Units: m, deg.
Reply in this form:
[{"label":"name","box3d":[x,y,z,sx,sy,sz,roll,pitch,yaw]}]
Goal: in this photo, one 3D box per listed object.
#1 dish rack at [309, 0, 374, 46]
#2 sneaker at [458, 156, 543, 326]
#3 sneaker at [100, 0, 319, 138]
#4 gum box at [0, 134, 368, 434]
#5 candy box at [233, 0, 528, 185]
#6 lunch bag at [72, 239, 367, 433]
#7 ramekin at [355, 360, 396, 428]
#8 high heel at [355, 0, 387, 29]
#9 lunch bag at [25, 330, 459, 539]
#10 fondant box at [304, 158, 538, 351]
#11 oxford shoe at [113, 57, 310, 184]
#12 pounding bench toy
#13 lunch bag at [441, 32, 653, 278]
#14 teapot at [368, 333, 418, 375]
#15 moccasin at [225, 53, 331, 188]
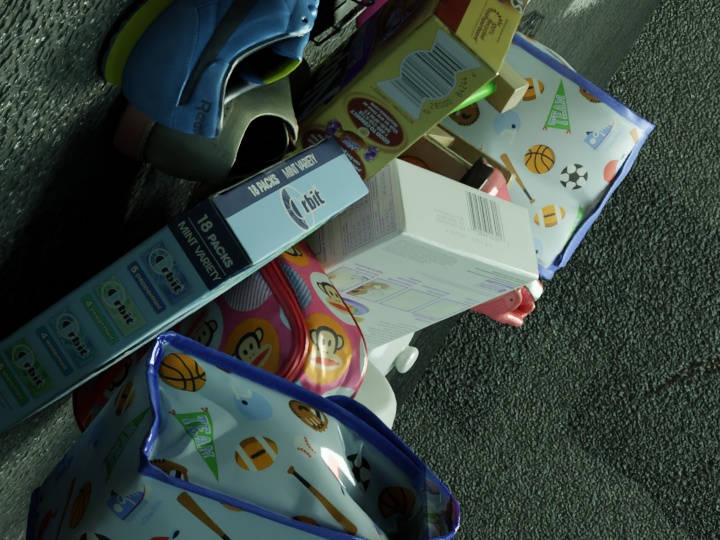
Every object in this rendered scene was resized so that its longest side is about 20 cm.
[{"label":"dish rack","box3d":[0.026,-0.222,0.980,0.153,0.054,0.200,-45,163,-45]},{"label":"sneaker","box3d":[0.104,-0.017,1.236,0.074,0.087,0.200,-50,163,-14]},{"label":"sneaker","box3d":[-0.046,-0.139,0.851,0.200,0.078,0.066,-51,169,-34]},{"label":"gum box","box3d":[-0.109,0.007,0.919,0.200,0.045,0.170,-33,-179,25]},{"label":"candy box","box3d":[0.012,-0.112,0.995,0.200,0.056,0.117,-39,-163,40]},{"label":"lunch bag","box3d":[-0.099,0.060,1.060,0.082,0.176,0.200,18,120,-43]},{"label":"ramekin","box3d":[-0.069,0.108,1.274,0.098,0.200,0.200,-65,168,18]},{"label":"high heel","box3d":[0.066,-0.214,1.099,0.067,0.096,0.200,-45,167,-47]},{"label":"lunch bag","box3d":[-0.068,0.146,0.925,0.170,0.200,0.124,-49,-153,37]},{"label":"fondant box","box3d":[0.000,0.000,1.133,0.200,0.058,0.144,-26,151,36]},{"label":"oxford shoe","box3d":[-0.066,-0.085,0.941,0.071,0.075,0.200,-63,170,27]},{"label":"pounding bench toy","box3d":[0.041,-0.090,1.288,0.200,0.124,0.156,-57,163,12]},{"label":"lunch bag","box3d":[0.131,-0.113,1.434,0.170,0.200,0.124,-57,171,10]},{"label":"teapot","box3d":[-0.009,0.038,1.476,0.200,0.146,0.197,-56,172,1]},{"label":"moccasin","box3d":[-0.019,-0.105,1.165,0.201,0.074,0.078,-37,171,-33]}]
